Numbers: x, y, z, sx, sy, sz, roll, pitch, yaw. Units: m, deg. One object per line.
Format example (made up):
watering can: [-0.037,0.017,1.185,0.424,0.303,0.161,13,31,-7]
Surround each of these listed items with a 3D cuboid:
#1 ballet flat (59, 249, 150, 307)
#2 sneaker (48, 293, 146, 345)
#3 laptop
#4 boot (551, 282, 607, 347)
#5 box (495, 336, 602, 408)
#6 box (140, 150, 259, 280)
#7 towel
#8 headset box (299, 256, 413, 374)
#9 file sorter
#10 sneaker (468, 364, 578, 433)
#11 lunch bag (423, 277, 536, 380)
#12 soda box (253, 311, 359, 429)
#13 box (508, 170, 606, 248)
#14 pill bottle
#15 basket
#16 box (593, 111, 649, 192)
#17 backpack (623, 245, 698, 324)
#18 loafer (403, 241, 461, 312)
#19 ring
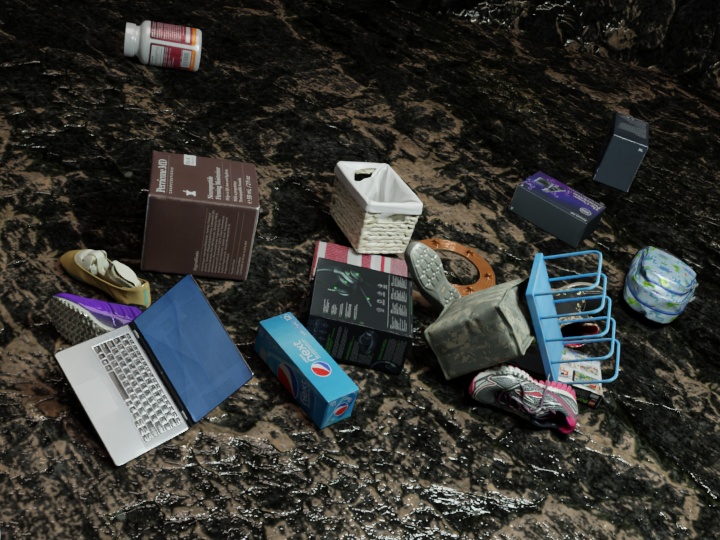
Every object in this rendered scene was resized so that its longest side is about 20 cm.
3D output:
ballet flat: [-0.436,0.000,1.355,0.198,0.064,0.069,29,35,16]
sneaker: [-0.395,0.083,1.262,0.197,0.070,0.100,24,29,0]
laptop: [-0.296,0.138,1.127,0.199,0.116,0.188,-23,72,-43]
boot: [0.436,0.088,1.588,0.196,0.074,0.151,1,26,-16]
box: [0.354,0.179,1.479,0.197,0.035,0.111,19,34,2]
box: [-0.299,-0.102,1.467,0.196,0.166,0.167,6,36,-16]
towel: [0.000,0.000,1.586,0.197,0.023,0.145,14,34,-6]
headset box: [-0.010,0.077,1.409,0.196,0.094,0.175,12,35,-7]
file sorter: [0.378,0.083,1.384,0.121,0.203,0.139,-8,27,24]
sneaker: [0.283,0.221,1.351,0.196,0.081,0.075,12,41,-4]
lunch bag: [0.230,0.092,1.411,0.119,0.162,0.200,62,33,-8]
soda box: [-0.092,0.160,1.284,0.067,0.065,0.200,-16,46,-38]
box: [0.494,-0.156,1.974,0.199,0.080,0.141,33,40,22]
pill bottle: [-0.532,-0.606,2.113,0.197,0.114,0.114,5,36,-18]
basket: [0.026,-0.134,1.679,0.133,0.125,0.201,0,33,-25]
box: [0.762,-0.348,2.293,0.106,0.150,0.201,21,34,7]
backpack: [0.663,0.033,1.747,0.162,0.155,0.200,36,51,15]
loafer: [0.129,0.016,1.502,0.069,0.201,0.070,22,65,44]
ring: [0.198,-0.012,1.692,0.197,0.019,0.202,12,36,-8]
